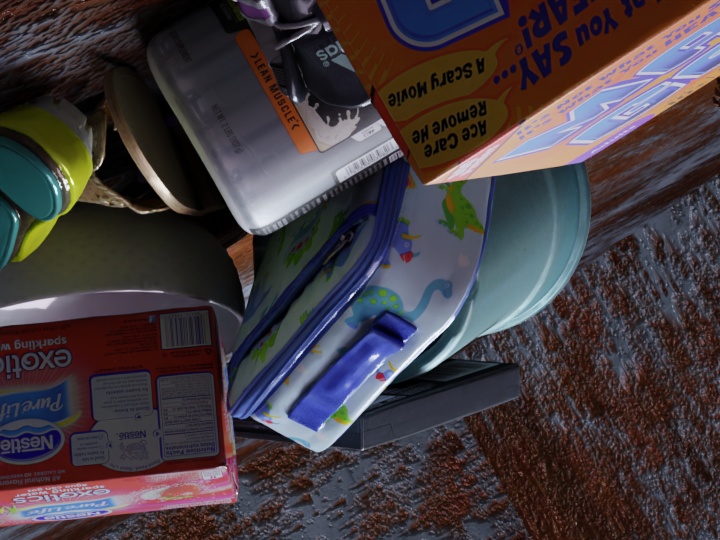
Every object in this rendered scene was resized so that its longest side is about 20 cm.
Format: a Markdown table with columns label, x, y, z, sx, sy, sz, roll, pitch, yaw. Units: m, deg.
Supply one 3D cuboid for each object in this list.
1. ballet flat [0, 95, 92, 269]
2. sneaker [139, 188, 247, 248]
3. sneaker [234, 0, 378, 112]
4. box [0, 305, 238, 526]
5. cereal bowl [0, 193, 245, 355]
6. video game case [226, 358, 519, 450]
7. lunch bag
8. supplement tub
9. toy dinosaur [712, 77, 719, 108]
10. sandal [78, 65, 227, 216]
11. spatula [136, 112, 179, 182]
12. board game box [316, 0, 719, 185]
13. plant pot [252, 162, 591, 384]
| label | x | y | z | sx | sy | sz | roll | pitch | yaw |
| --- | --- | --- | --- | --- | --- | --- | --- | --- | --- |
| ballet flat | -0.174 | -0.056 | 1.393 | 0.067 | 0.067 | 0.200 | -50 | -176 | -22 |
| sneaker | -0.122 | -0.021 | 1.737 | 0.199 | 0.078 | 0.082 | -34 | 173 | 27 |
| sneaker | -0.020 | -0.125 | 1.169 | 0.077 | 0.141 | 0.200 | -30 | 173 | 5 |
| box | -0.175 | 0.089 | 1.541 | 0.198 | 0.100 | 0.096 | -6 | 162 | -1 |
| cereal bowl | -0.168 | 0.007 | 1.586 | 0.198 | 0.084 | 0.200 | -5 | 162 | -2 |
| video game case | -0.023 | 0.079 | 1.673 | 0.180 | 0.026 | 0.200 | 4 | -171 | 31 |
| lunch bag | 0.000 | 0.000 | 1.489 | 0.200 | 0.082 | 0.162 | -48 | -158 | 47 |
| supplement tub | -0.002 | -0.116 | 1.386 | 0.199 | 0.123 | 0.123 | -31 | 173 | -1 |
| toy dinosaur | 0.201 | -0.181 | 1.494 | 0.201 | 0.135 | 0.103 | -94 | -165 | -58 |
| sandal | -0.130 | -0.056 | 1.467 | 0.069 | 0.078 | 0.212 | -21 | 170 | 10 |
| spatula | -0.091 | -0.101 | 1.540 | 0.056 | 0.021 | 0.200 | -23 | 170 | -22 |
| board game box | 0.088 | -0.174 | 1.045 | 0.199 | 0.201 | 0.200 | -32 | 173 | 21 |
| plant pot | 0.029 | -0.025 | 1.694 | 0.200 | 0.201 | 0.196 | -33 | -177 | 24 |
